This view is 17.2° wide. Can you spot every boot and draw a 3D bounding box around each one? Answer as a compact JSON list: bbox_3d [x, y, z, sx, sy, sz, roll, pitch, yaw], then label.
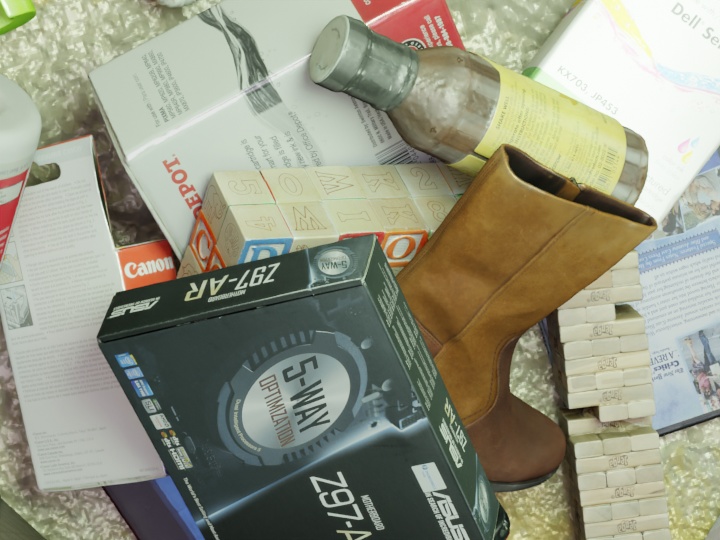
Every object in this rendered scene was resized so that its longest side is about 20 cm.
[{"bbox_3d":[0.093,0.027,1.342,0.188,0.068,0.200,29,121,-25],"label":"boot"}]

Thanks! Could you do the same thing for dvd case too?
[{"bbox_3d":[0.175,0.003,1.468,0.143,0.018,0.200,-18,99,-3],"label":"dvd case"}]

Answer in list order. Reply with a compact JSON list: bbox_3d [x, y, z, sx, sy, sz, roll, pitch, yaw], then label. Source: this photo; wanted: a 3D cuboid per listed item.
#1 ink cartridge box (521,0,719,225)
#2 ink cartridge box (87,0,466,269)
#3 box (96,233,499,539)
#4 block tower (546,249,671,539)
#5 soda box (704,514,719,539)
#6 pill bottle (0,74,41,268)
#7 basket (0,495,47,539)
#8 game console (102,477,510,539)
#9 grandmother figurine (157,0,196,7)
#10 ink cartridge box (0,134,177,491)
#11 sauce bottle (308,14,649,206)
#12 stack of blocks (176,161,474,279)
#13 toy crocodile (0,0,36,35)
[{"bbox_3d":[0.182,-0.134,1.412,0.117,0.067,0.200,37,89,-4],"label":"ink cartridge box"},{"bbox_3d":[-0.036,-0.089,1.370,0.200,0.084,0.144,-29,137,-1],"label":"ink cartridge box"},{"bbox_3d":[-0.031,0.085,1.313,0.160,0.044,0.200,-12,123,20],"label":"box"},{"bbox_3d":[0.149,0.086,1.441,0.058,0.054,0.200,-6,99,-3],"label":"block tower"},{"bbox_3d":[0.269,0.156,1.468,0.063,0.070,0.200,30,94,-22],"label":"soda box"},{"bbox_3d":[-0.260,-0.016,1.362,0.112,0.112,0.200,17,115,-7],"label":"pill bottle"},{"bbox_3d":[-0.185,0.262,1.418,0.200,0.136,0.180,35,88,-12],"label":"basket"},{"bbox_3d":[-0.041,0.132,1.421,0.200,0.172,0.119,-34,126,1],"label":"game console"},{"bbox_3d":[-0.045,-0.224,1.397,0.200,0.061,0.121,-34,91,-2],"label":"grandmother figurine"},{"bbox_3d":[-0.157,0.025,1.394,0.109,0.050,0.200,-10,92,39],"label":"ink cartridge box"},{"bbox_3d":[0.066,-0.085,1.309,0.200,0.065,0.065,24,96,-27],"label":"sauce bottle"},{"bbox_3d":[0.000,0.000,1.371,0.200,0.059,0.115,-3,135,-28],"label":"stack of blocks"},{"bbox_3d":[-0.287,-0.134,1.384,0.200,0.062,0.068,-11,99,-3],"label":"toy crocodile"}]
